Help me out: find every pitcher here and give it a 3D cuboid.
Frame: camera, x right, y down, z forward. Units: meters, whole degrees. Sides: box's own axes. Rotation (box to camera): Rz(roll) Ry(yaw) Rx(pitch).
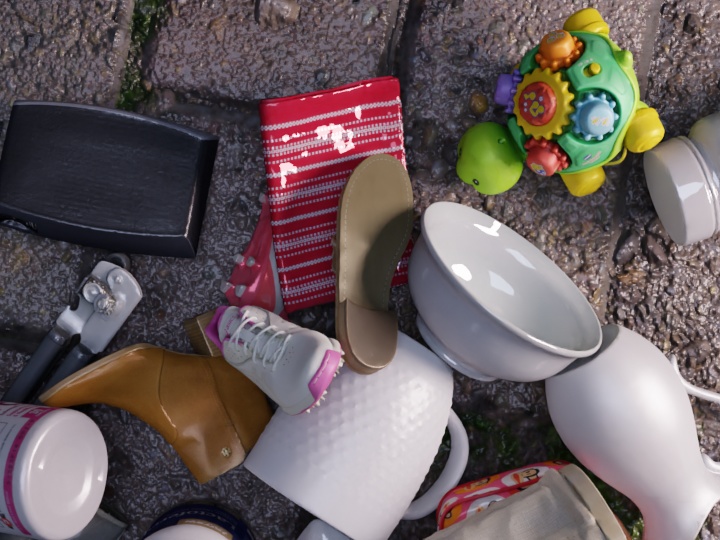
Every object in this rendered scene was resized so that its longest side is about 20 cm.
[{"bbox_3d":[0.276,0.138,1.253,0.171,0.121,0.200,-39,102,-20],"label":"pitcher"}]

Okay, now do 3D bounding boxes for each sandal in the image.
[{"bbox_3d":[-0.005,-0.002,1.207,0.077,0.070,0.213,19,59,-27],"label":"sandal"}]

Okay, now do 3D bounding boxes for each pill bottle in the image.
[{"bbox_3d":[-0.335,0.172,1.199,0.199,0.113,0.114,2,90,29],"label":"pill bottle"},{"bbox_3d":[0.372,-0.101,1.238,0.199,0.113,0.114,-20,90,-1],"label":"pill bottle"},{"bbox_3d":[-0.151,0.276,1.193,0.115,0.200,0.117,0,90,-2],"label":"pill bottle"}]

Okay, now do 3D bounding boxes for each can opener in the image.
[{"bbox_3d":[-0.271,0.075,1.265,0.053,0.066,0.200,37,98,3],"label":"can opener"}]

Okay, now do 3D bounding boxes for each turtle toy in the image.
[{"bbox_3d":[0.172,-0.139,1.231,0.200,0.101,0.146,-40,69,39],"label":"turtle toy"}]

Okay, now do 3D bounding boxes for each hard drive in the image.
[{"bbox_3d":[-0.242,-0.090,1.260,0.199,0.042,0.136,10,78,-1],"label":"hard drive"}]

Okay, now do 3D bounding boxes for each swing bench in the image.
[{"bbox_3d":[0.137,0.292,1.113,0.198,0.130,0.201,-26,87,-4],"label":"swing bench"}]

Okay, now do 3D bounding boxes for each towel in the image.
[{"bbox_3d":[-0.017,-0.071,1.238,0.144,0.022,0.201,-12,105,-23],"label":"towel"}]

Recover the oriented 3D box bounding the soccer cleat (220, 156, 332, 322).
[{"bbox_3d":[-0.060,-0.042,1.271,0.076,0.067,0.201,32,80,-36],"label":"soccer cleat"}]

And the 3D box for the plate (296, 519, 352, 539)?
[{"bbox_3d":[-0.008,0.345,1.226,0.199,0.032,0.200,35,124,1],"label":"plate"}]

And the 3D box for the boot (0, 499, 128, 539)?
[{"bbox_3d":[-0.343,0.268,1.254,0.181,0.073,0.201,32,96,-14],"label":"boot"}]

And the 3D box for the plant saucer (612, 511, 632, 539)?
[{"bbox_3d":[0.171,0.301,1.284,0.199,0.032,0.202,0,89,-1],"label":"plant saucer"}]

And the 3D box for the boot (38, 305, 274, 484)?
[{"bbox_3d":[-0.178,0.132,1.233,0.200,0.071,0.145,-23,91,-25],"label":"boot"}]

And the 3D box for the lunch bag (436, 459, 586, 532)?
[{"bbox_3d":[0.147,0.286,1.227,0.175,0.082,0.201,-16,91,0],"label":"lunch bag"}]

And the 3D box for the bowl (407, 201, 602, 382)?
[{"bbox_3d":[0.114,0.036,1.219,0.201,0.201,0.091,36,114,-1],"label":"bowl"}]

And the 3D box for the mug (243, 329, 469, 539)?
[{"bbox_3d":[0.019,0.155,1.237,0.200,0.147,0.176,37,82,-31],"label":"mug"}]

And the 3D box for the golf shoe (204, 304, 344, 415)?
[{"bbox_3d":[-0.080,0.072,1.164,0.091,0.200,0.076,33,80,-19],"label":"golf shoe"}]
